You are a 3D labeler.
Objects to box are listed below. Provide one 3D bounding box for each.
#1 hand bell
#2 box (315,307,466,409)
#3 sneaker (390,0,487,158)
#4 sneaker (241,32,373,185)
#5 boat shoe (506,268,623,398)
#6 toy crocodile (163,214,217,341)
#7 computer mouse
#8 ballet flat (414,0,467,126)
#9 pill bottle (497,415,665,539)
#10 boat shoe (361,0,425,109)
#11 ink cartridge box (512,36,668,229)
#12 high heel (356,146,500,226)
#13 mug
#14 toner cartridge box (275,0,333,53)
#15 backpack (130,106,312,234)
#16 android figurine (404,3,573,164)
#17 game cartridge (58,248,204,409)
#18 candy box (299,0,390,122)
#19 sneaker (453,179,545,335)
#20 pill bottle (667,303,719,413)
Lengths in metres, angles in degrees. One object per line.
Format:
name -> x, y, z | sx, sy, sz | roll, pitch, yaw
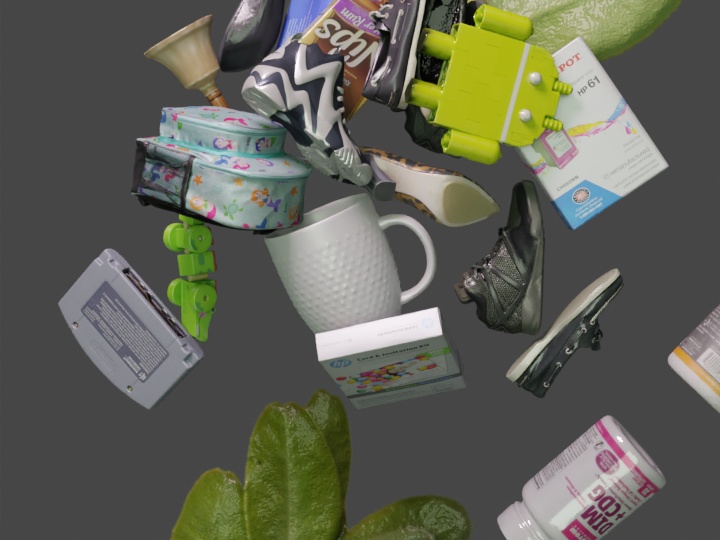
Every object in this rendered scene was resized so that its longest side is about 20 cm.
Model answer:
hand bell -> -0.193, -0.227, 1.493 | 0.104, 0.104, 0.200 | -28, 102, 9
box -> 0.044, 0.115, 1.415 | 0.155, 0.200, 0.041 | -12, 63, 8
sneaker -> 0.101, -0.254, 1.433 | 0.114, 0.076, 0.200 | 14, 101, 1
sneaker -> -0.037, -0.205, 1.355 | 0.199, 0.079, 0.130 | 38, 71, -19
boat shoe -> 0.277, 0.086, 1.439 | 0.066, 0.075, 0.199 | 43, 99, 1
toy crocodile -> -0.222, -0.004, 1.516 | 0.067, 0.062, 0.201 | 4, 98, 47
computer mouse -> -0.120, -0.340, 1.435 | 0.053, 0.138, 0.201 | 26, 97, 5
ballet flat -> 0.095, -0.276, 1.361 | 0.066, 0.057, 0.201 | 3, 91, 13
pill bottle -> 0.280, 0.291, 1.433 | 0.200, 0.113, 0.113 | -43, 87, 9
boat shoe -> 0.041, -0.301, 1.366 | 0.062, 0.073, 0.201 | 7, 93, -6
ink cartridge box -> 0.271, -0.172, 1.417 | 0.144, 0.085, 0.200 | -35, 87, 9
high heel -> 0.078, -0.119, 1.471 | 0.199, 0.143, 0.072 | 9, 111, -26
mug -> 0.000, 0.000, 1.438 | 0.199, 0.148, 0.176 | -21, 101, 8
toner cartridge box -> -0.043, -0.349, 1.471 | 0.095, 0.043, 0.201 | 18, 96, 7
backpack -> -0.161, -0.123, 1.390 | 0.199, 0.177, 0.151 | 25, 108, 26
android figurine -> 0.157, -0.219, 1.340 | 0.199, 0.041, 0.183 | 16, 93, -12
game cartridge -> -0.319, 0.086, 1.529 | 0.133, 0.041, 0.200 | -44, 84, 20
candy box -> 0.006, -0.301, 1.425 | 0.117, 0.056, 0.200 | 43, 91, -16
sneaker -> 0.180, -0.017, 1.445 | 0.114, 0.076, 0.200 | 2, 100, 2
pill bottle -> 0.490, 0.081, 1.387 | 0.116, 0.116, 0.200 | 44, 98, 3
